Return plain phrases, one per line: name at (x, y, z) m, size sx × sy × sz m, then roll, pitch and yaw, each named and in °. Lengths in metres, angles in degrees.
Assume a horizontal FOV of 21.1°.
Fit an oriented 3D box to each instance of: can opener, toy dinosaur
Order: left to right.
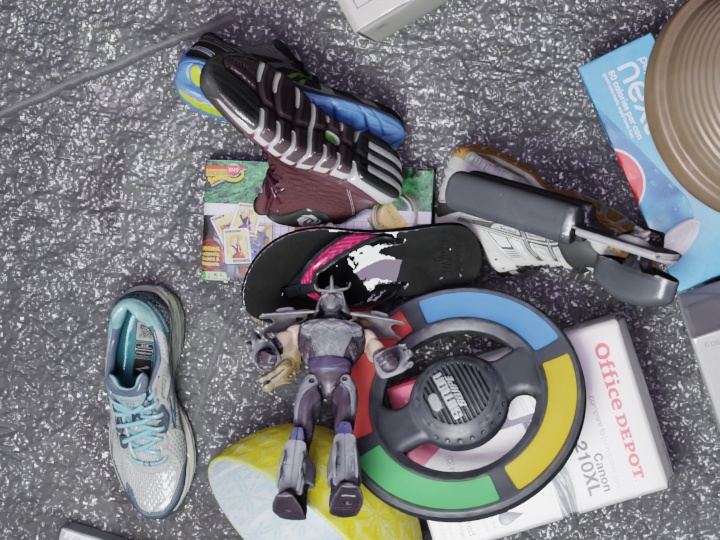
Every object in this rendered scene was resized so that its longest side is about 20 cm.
toy dinosaur at (-0.024, 0.011, 1.617) m, size 0.200 × 0.058 × 0.101 m, roll -42°, pitch 101°, yaw 8°
can opener at (0.156, -0.023, 1.512) m, size 0.199 × 0.053 × 0.067 m, roll 18°, pitch 102°, yaw 28°

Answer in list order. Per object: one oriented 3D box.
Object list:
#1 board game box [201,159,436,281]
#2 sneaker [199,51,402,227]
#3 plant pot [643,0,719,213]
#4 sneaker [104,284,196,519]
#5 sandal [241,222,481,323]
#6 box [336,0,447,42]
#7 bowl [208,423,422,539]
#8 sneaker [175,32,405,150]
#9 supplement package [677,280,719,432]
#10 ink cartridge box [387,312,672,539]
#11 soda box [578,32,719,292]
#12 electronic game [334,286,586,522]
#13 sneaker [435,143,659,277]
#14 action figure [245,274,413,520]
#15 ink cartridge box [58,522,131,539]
board game box at (-0.036, -0.039, 1.646) m, size 0.199 × 0.023 × 0.106 m, roll 2°, pitch 90°, yaw 9°
sneaker at (-0.071, -0.089, 1.567) m, size 0.199 × 0.076 × 0.115 m, roll 32°, pitch 134°, yaw -26°
plant pot at (0.330, -0.142, 1.511) m, size 0.199 × 0.093 × 0.202 m, roll 1°, pitch 83°, yaw -12°
sneaker at (-0.190, 0.114, 1.643) m, size 0.077 × 0.086 × 0.201 m, roll -5°, pitch 91°, yaw 10°
sandal at (0.000, 0.000, 1.561) m, size 0.199 × 0.045 × 0.076 m, roll -9°, pitch 106°, yaw 0°
box at (0.011, -0.306, 1.585) m, size 0.127 × 0.109 × 0.201 m, roll -29°, pitch 87°, yaw 9°
bowl at (-0.017, 0.189, 1.586) m, size 0.200 × 0.200 × 0.108 m, roll 41°, pitch 66°, yaw 6°
sneaker at (-0.054, -0.151, 1.616) m, size 0.198 × 0.071 × 0.083 m, roll 19°, pitch 50°, yaw -4°
supplement package at (0.338, 0.107, 1.514) m, size 0.121 × 0.120 × 0.201 m, roll -19°, pitch 104°, yaw 8°
ink cartridge box at (0.141, 0.133, 1.588) m, size 0.199 × 0.084 × 0.146 m, roll -18°, pitch 88°, yaw 9°
soda box at (0.248, -0.086, 1.575) m, size 0.068 × 0.064 × 0.201 m, roll -24°, pitch 87°, yaw 9°
electronic game at (0.077, 0.102, 1.513) m, size 0.199 × 0.042 × 0.201 m, roll -6°, pitch 60°, yaw 10°
sneaker at (0.151, -0.026, 1.589) m, size 0.199 × 0.076 × 0.088 m, roll 31°, pitch 109°, yaw 24°
action figure at (-0.024, 0.090, 1.486) m, size 0.129 × 0.070 × 0.201 m, roll -3°, pitch 59°, yaw 9°
ink cartridge box at (-0.175, 0.294, 1.671) m, size 0.199 × 0.039 × 0.100 m, roll 17°, pitch 94°, yaw 10°
